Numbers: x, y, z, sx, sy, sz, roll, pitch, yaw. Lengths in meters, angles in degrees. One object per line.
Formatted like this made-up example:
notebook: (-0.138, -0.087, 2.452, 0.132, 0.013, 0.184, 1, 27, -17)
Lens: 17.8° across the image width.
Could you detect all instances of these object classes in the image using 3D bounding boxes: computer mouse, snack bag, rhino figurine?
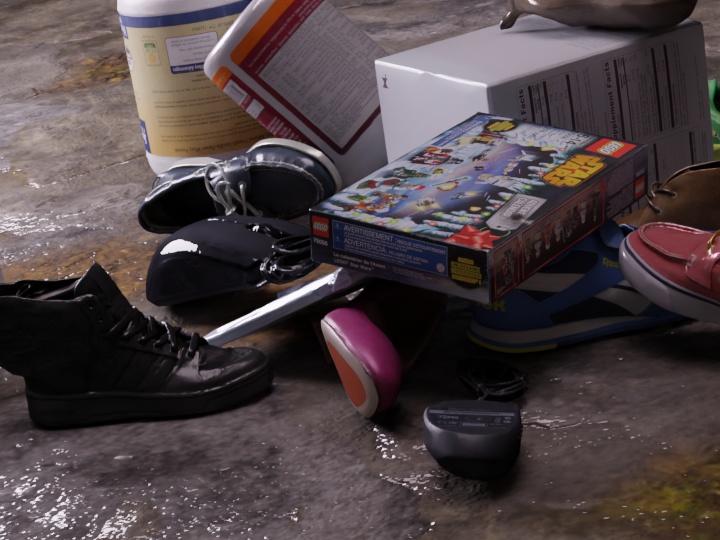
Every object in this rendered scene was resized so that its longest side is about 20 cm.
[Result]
computer mouse: (0.071, 0.089, 1.381, 0.058, 0.034, 0.200, 2, 12, 7)
snack bag: (0.000, 0.000, 1.582, 0.200, 0.021, 0.188, -22, -2, -41)
rhino figurine: (0.171, -0.212, 1.713, 0.199, 0.060, 0.087, 2, 31, 35)
computer mouse: (-0.082, -0.018, 1.681, 0.200, 0.053, 0.138, -12, 9, 41)

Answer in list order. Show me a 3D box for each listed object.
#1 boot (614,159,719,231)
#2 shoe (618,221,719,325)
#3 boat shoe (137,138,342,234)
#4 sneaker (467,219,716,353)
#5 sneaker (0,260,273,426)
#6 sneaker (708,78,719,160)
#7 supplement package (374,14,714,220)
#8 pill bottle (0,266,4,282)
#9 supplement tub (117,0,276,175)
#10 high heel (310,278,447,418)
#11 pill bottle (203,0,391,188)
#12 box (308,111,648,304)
boot: (0.209, -0.035, 1.618, 0.199, 0.076, 0.074, -10, 19, 0)
shoe: (0.245, -0.011, 1.418, 0.071, 0.091, 0.200, -22, 36, -38)
boat shoe: (-0.101, -0.061, 1.845, 0.200, 0.075, 0.062, 0, 35, 41)
sneaker: (0.164, -0.004, 1.531, 0.199, 0.083, 0.074, -13, 16, -17)
sneaker: (-0.162, 0.043, 1.511, 0.199, 0.105, 0.060, -8, 17, 5)
sneaker: (0.259, -0.122, 1.879, 0.083, 0.074, 0.200, -14, 27, -8)
supplement package: (0.141, -0.102, 1.734, 0.199, 0.151, 0.152, -19, 21, -29)
pill bottle: (-0.359, 0.031, 1.632, 0.199, 0.116, 0.116, -6, 17, 8)
supplement tub: (-0.121, -0.156, 1.956, 0.144, 0.201, 0.144, -9, 17, 3)
high heel: (0.025, 0.038, 1.481, 0.096, 0.068, 0.200, -22, 15, -5)
pill bottle: (-0.018, -0.136, 1.830, 0.110, 0.200, 0.110, -49, 3, 4)
box: (0.079, -0.045, 1.488, 0.137, 0.040, 0.200, 14, 30, 32)
